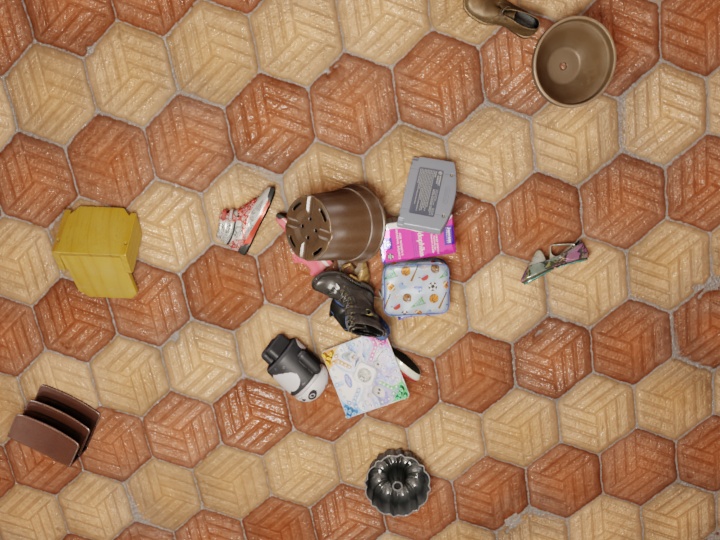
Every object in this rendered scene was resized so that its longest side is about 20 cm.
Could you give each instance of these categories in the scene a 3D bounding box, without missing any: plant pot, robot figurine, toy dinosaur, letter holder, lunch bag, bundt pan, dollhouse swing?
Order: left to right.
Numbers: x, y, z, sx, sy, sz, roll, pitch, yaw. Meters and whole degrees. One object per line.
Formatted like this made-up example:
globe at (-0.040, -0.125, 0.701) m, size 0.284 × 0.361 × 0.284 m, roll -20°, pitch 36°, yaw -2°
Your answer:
letter holder at (-0.883, 0.444, 1.598) m, size 0.196 × 0.101 × 0.145 m, roll 28°, pitch 101°, yaw -5°
dollhouse swing at (-0.697, -0.046, 1.509) m, size 0.194 × 0.177 × 0.187 m, roll 2°, pitch 63°, yaw 1°
robot figurine at (-0.180, 0.272, 1.524) m, size 0.200 × 0.150 × 0.125 m, roll 44°, pitch 88°, yaw -8°
plant pot at (-0.069, -0.111, 1.354) m, size 0.196 × 0.196 × 0.207 m, roll 6°, pitch 99°, yaw 36°
toy dinosaur at (0.000, 0.000, 1.489) m, size 0.103 × 0.061 × 0.204 m, roll -4°, pitch 125°, yaw -1°
bundt pan at (0.108, 0.614, 1.624) m, size 0.195 × 0.076 × 0.208 m, roll 1°, pitch 104°, yaw 2°
lunch bag at (0.145, 0.050, 1.491) m, size 0.194 × 0.076 × 0.165 m, roll -2°, pitch 106°, yaw 1°
plant pot at (0.507, -0.501, 1.339) m, size 0.194 × 0.093 × 0.207 m, roll 0°, pitch 103°, yaw 2°

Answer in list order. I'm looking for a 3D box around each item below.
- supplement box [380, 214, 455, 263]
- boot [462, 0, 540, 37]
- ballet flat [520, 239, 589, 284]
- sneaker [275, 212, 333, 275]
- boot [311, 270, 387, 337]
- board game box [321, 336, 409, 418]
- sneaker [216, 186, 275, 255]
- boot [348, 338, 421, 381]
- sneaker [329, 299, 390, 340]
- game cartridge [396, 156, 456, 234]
supplement box at (0.144, -0.091, 1.443) m, size 0.194 × 0.104 × 0.104 m, roll -9°, pitch 102°, yaw 2°
boot at (0.342, -0.624, 1.324) m, size 0.195 × 0.076 × 0.075 m, roll 21°, pitch 105°, yaw -2°
ballet flat at (0.511, -0.029, 1.472) m, size 0.195 × 0.069 × 0.073 m, roll -22°, pitch 84°, yaw 2°
sneaker at (-0.165, -0.066, 1.471) m, size 0.087 × 0.074 × 0.200 m, roll -43°, pitch 99°, yaw 12°
boot at (-0.029, 0.090, 1.403) m, size 0.195 × 0.176 × 0.070 m, roll 14°, pitch 124°, yaw -16°
board game box at (0.011, 0.289, 1.517) m, size 0.196 × 0.026 × 0.205 m, roll -21°, pitch 93°, yaw 15°
sneaker at (-0.309, -0.151, 1.457) m, size 0.106 × 0.067 × 0.204 m, roll 28°, pitch 105°, yaw -8°
boot at (0.062, 0.288, 1.553) m, size 0.197 × 0.072 × 0.147 m, roll 31°, pitch 103°, yaw 3°
sneaker at (-0.006, 0.140, 1.490) m, size 0.198 × 0.069 × 0.079 m, roll 37°, pitch 120°, yaw 28°
game cartridge at (0.174, -0.189, 1.389) m, size 0.129 × 0.042 × 0.205 m, roll 13°, pitch 68°, yaw 7°
